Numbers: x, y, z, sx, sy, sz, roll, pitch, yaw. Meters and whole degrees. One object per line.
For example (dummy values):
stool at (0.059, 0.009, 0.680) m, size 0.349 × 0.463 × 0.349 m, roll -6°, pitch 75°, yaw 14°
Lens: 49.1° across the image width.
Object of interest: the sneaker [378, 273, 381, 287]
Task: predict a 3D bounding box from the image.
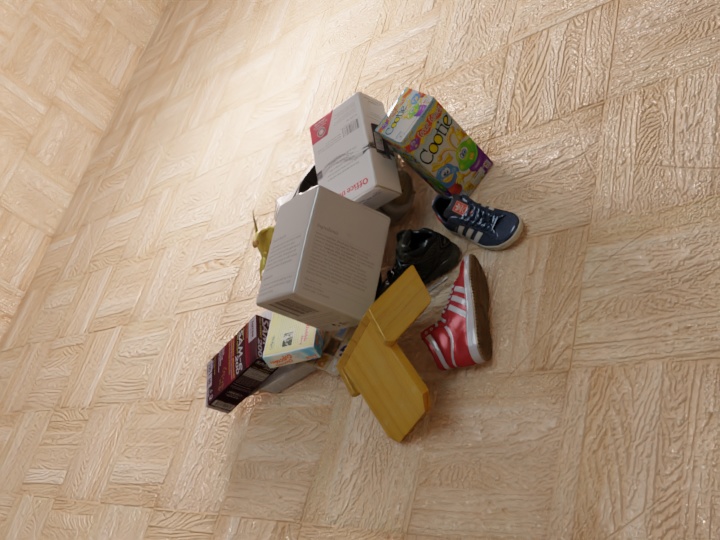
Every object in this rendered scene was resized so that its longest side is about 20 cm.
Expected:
sneaker at (0.000, 0.000, 1.557) m, size 0.082 × 0.072 × 0.205 m, roll -27°, pitch 47°, yaw 59°

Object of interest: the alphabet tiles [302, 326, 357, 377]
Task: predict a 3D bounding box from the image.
alphabet tiles at (-0.073, 0.110, 1.561) m, size 0.197 × 0.008 × 0.169 m, roll 15°, pitch 65°, yaw 39°

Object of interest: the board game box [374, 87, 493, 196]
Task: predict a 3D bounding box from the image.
board game box at (0.140, -0.233, 1.488) m, size 0.106 × 0.199 × 0.103 m, roll -52°, pitch 35°, yaw 0°

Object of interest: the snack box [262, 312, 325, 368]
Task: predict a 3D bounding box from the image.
snack box at (-0.121, 0.093, 1.563) m, size 0.114 × 0.037 × 0.203 m, roll -14°, pitch 43°, yaw 22°

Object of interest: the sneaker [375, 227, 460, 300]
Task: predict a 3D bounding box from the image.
sneaker at (0.077, -0.008, 1.451) m, size 0.198 × 0.114 × 0.077 m, roll -37°, pitch 36°, yaw 25°

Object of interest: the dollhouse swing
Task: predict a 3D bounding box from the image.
dollhouse swing at (0.074, 0.144, 1.318) m, size 0.181 × 0.175 × 0.201 m, roll -42°, pitch -13°, yaw -37°

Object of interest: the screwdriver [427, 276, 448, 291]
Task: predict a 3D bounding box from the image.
screwdriver at (0.084, 0.068, 1.446) m, size 0.198 × 0.028 × 0.029 m, roll -36°, pitch 9°, yaw 30°

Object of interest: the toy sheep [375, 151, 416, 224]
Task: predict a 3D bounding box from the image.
toy sheep at (0.039, -0.157, 1.606) m, size 0.199 × 0.136 × 0.141 m, roll -19°, pitch 46°, yaw 58°

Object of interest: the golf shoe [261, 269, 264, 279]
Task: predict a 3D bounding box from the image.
golf shoe at (-0.121, -0.041, 1.622) m, size 0.196 × 0.093 × 0.075 m, roll -25°, pitch 15°, yaw -8°

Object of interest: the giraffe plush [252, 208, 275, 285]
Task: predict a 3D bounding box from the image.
giraffe plush at (-0.141, -0.049, 1.725) m, size 0.158 × 0.204 × 0.174 m, roll -7°, pitch 32°, yaw 3°

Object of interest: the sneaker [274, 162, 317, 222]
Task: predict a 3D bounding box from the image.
sneaker at (-0.150, -0.192, 1.899) m, size 0.203 × 0.075 × 0.115 m, roll -58°, pitch 37°, yaw -2°

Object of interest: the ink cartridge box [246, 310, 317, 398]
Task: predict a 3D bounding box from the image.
ink cartridge box at (-0.156, 0.149, 1.649) m, size 0.198 × 0.043 × 0.200 m, roll -32°, pitch 42°, yaw 29°

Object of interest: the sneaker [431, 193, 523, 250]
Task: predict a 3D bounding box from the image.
sneaker at (0.199, -0.094, 1.402) m, size 0.198 × 0.084 × 0.076 m, roll 15°, pitch 72°, yaw 53°

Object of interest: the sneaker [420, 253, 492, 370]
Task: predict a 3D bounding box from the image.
sneaker at (0.158, 0.072, 1.324) m, size 0.111 × 0.071 × 0.204 m, roll -22°, pitch 48°, yaw 32°

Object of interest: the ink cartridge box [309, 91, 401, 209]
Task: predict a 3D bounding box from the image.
ink cartridge box at (-0.012, -0.213, 1.523) m, size 0.144 × 0.082 × 0.205 m, roll -26°, pitch 66°, yaw 37°

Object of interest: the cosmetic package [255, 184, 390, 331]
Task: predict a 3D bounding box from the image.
cosmetic package at (-0.068, -0.017, 1.425) m, size 0.164 × 0.162 × 0.205 m, roll -15°, pitch 57°, yaw 57°

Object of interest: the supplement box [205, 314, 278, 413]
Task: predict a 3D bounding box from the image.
supplement box at (-0.244, 0.194, 1.619) m, size 0.200 × 0.060 × 0.111 m, roll -43°, pitch 39°, yaw 32°
